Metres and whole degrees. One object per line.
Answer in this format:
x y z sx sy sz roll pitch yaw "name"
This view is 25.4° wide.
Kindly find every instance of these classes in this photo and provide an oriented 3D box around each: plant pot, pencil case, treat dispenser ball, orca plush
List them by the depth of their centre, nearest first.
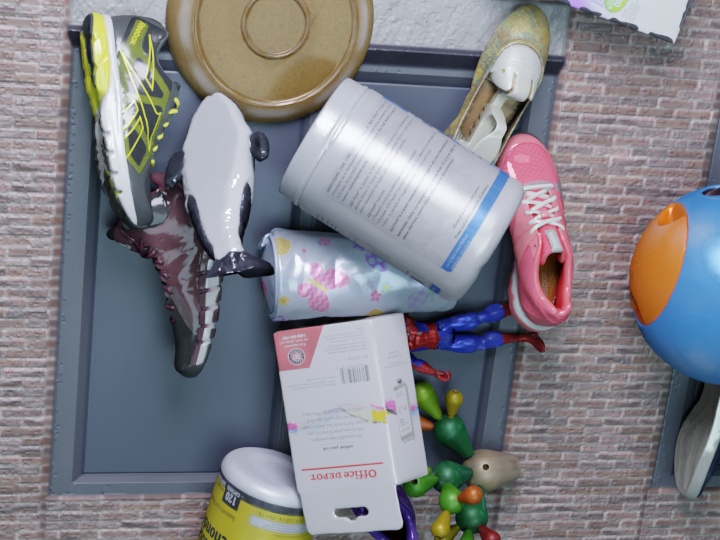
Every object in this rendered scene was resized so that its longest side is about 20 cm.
-0.111 -0.066 1.457 0.105 0.200 0.071 -32 143 8 "orca plush"
-0.081 -0.232 1.491 0.199 0.027 0.201 -5 110 -12 "plant pot"
0.000 0.000 1.567 0.199 0.083 0.091 -4 98 -14 "pencil case"
0.370 0.014 1.604 0.200 0.201 0.202 -5 111 -13 "treat dispenser ball"

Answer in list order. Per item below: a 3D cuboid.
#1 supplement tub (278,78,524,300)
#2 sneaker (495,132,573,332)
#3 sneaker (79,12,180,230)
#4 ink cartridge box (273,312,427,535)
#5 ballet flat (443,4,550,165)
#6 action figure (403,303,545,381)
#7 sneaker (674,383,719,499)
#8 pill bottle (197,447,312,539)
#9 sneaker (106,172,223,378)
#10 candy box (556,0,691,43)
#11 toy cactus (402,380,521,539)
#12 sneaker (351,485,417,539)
0.039 -0.074 1.489 0.200 0.132 0.132 33 100 1 "supplement tub"
0.182 -0.040 1.579 0.073 0.087 0.201 -9 91 -13 "sneaker"
-0.200 -0.138 1.453 0.084 0.074 0.201 -10 97 -18 "sneaker"
-0.006 0.149 1.549 0.116 0.067 0.201 -8 90 31 "ink cartridge box"
0.134 -0.161 1.553 0.070 0.071 0.201 26 101 -22 "ballet flat"
0.097 0.072 1.614 0.199 0.099 0.066 -4 109 -11 "action figure"
0.407 0.161 1.737 0.084 0.075 0.201 14 105 -14 "sneaker"
-0.113 0.291 1.626 0.111 0.112 0.201 13 105 -19 "pill bottle"
-0.189 -0.002 1.529 0.115 0.076 0.201 8 97 -12 "sneaker"
0.235 -0.329 1.514 0.199 0.072 0.168 16 105 -19 "candy box"
0.108 0.204 1.654 0.165 0.201 0.102 0 148 -46 "toy cactus"
0.005 0.211 1.644 0.081 0.083 0.200 -37 112 0 "sneaker"
